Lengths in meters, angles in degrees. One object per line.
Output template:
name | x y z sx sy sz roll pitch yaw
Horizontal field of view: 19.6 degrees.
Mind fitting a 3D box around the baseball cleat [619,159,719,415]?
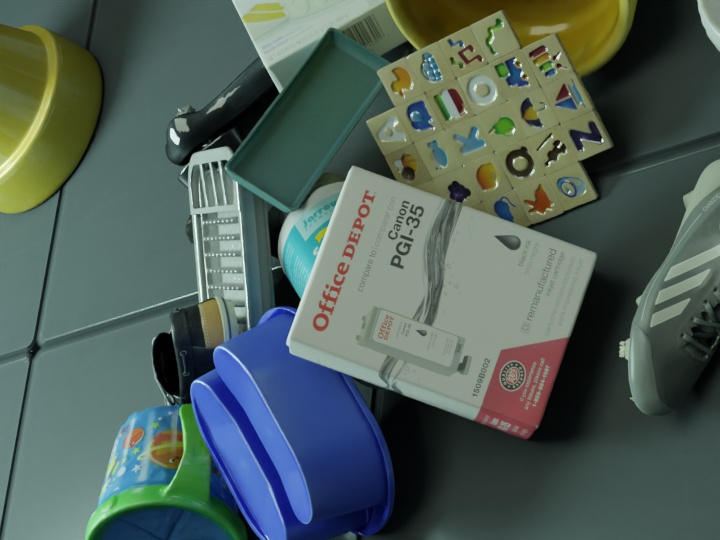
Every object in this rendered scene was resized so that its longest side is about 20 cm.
baseball cleat | 0.254 0.011 1.475 0.106 0.070 0.200 7 75 49

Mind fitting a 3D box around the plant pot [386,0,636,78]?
plant pot | 0.134 -0.281 1.678 0.201 0.201 0.189 -21 38 39

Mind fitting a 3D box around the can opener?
can opener | -0.111 -0.164 1.990 0.200 0.079 0.063 -45 6 15

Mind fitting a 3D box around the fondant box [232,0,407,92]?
fondant box | -0.043 -0.259 1.922 0.144 0.058 0.200 -29 44 3

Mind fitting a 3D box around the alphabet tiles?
alphabet tiles | 0.100 -0.110 1.668 0.200 0.166 0.006 -22 10 38

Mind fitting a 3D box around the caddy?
caddy | -0.047 0.127 1.671 0.200 0.105 0.141 61 149 15

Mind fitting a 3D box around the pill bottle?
pill bottle | 0.000 0.000 1.724 0.111 0.111 0.200 -51 41 14

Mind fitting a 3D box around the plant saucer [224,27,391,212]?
plant saucer | -0.042 -0.127 1.775 0.200 0.070 0.019 -57 -2 -37

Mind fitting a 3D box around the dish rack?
dish rack | -0.106 -0.007 1.821 0.172 0.044 0.200 180 86 -71

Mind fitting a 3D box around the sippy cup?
sippy cup | -0.164 0.191 1.789 0.178 0.140 0.130 -28 38 23

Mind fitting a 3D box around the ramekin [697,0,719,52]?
ramekin | 0.333 -0.212 1.495 0.202 0.094 0.202 -24 53 36

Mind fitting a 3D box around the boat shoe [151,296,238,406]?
boat shoe | -0.154 0.080 1.824 0.200 0.062 0.075 120 141 -62

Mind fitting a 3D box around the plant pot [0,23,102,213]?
plant pot | -0.409 -0.186 2.213 0.201 0.189 0.201 -26 51 36

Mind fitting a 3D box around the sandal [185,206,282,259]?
sandal | -0.100 -0.048 1.909 0.200 0.048 0.075 7 75 48

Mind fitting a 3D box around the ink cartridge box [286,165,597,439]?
ink cartridge box | 0.059 0.025 1.576 0.083 0.200 0.147 99 -170 -82
